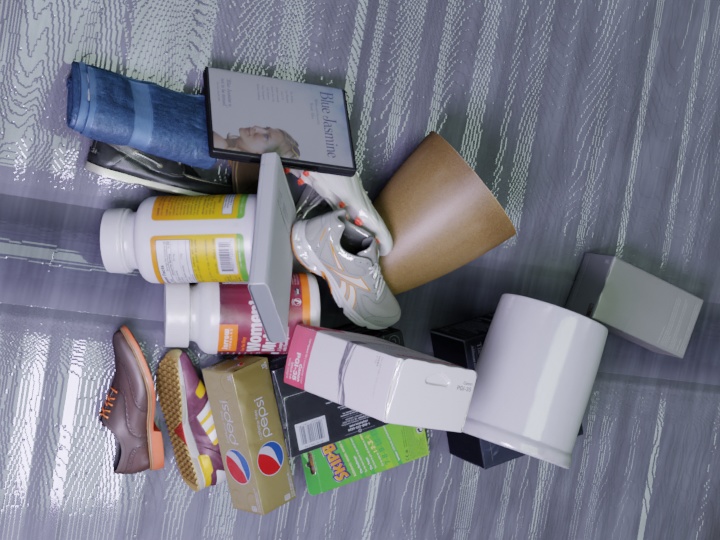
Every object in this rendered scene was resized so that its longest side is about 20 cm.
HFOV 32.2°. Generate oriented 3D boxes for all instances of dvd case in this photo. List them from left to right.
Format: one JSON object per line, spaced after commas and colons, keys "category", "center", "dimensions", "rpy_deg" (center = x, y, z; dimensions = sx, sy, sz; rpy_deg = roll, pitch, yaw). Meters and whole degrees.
{"category": "dvd case", "center": [-0.106, -0.195, 1.638], "dimensions": [0.199, 0.018, 0.143], "rpy_deg": [6, 55, -22]}

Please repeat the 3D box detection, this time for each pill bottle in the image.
{"category": "pill bottle", "center": [-0.223, -0.040, 1.588], "dimensions": [0.199, 0.111, 0.112], "rpy_deg": [-1, 97, 5]}
{"category": "pill bottle", "center": [-0.158, 0.056, 1.648], "dimensions": [0.199, 0.110, 0.110], "rpy_deg": [0, 96, -11]}

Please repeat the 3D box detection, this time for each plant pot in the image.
{"category": "plant pot", "center": [0.083, -0.060, 1.745], "dimensions": [0.200, 0.186, 0.187], "rpy_deg": [-39, 112, -1]}

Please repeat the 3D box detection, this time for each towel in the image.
{"category": "towel", "center": [-0.273, -0.196, 1.582], "dimensions": [0.199, 0.112, 0.049], "rpy_deg": [15, 134, -30]}

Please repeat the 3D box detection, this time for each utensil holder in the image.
{"category": "utensil holder", "center": [0.238, 0.152, 1.723], "dimensions": [0.169, 0.170, 0.201], "rpy_deg": [23, 83, -26]}

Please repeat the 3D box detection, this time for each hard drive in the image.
{"category": "hard drive", "center": [-0.109, -0.029, 1.568], "dimensions": [0.027, 0.132, 0.201], "rpy_deg": [-4, 55, 8]}

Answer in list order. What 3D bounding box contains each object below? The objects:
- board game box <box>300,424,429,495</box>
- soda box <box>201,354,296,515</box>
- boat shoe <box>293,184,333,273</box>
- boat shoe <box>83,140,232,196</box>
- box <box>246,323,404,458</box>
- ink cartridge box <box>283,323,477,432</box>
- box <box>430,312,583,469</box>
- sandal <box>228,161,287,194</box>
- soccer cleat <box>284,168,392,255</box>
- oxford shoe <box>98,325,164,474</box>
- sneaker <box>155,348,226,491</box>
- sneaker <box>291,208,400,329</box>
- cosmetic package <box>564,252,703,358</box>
{"category": "board game box", "center": [0.002, 0.251, 1.811], "dimensions": [0.199, 0.030, 0.096], "rpy_deg": [-16, 102, -26]}
{"category": "soda box", "center": [-0.146, 0.215, 1.647], "dimensions": [0.064, 0.068, 0.201], "rpy_deg": [-23, 106, -42]}
{"category": "boat shoe", "center": [-0.073, -0.045, 1.716], "dimensions": [0.071, 0.069, 0.201], "rpy_deg": [28, 85, -29]}
{"category": "boat shoe", "center": [-0.254, -0.133, 1.618], "dimensions": [0.199, 0.072, 0.068], "rpy_deg": [16, 88, -24]}
{"category": "box", "center": [-0.042, 0.161, 1.731], "dimensions": [0.199, 0.115, 0.133], "rpy_deg": [-16, 104, -23]}
{"category": "ink cartridge box", "center": [0.023, 0.134, 1.567], "dimensions": [0.146, 0.200, 0.083], "rpy_deg": [14, 91, -42]}
{"category": "box", "center": [0.220, 0.167, 1.864], "dimensions": [0.181, 0.104, 0.201], "rpy_deg": [-16, 102, -25]}
{"category": "sandal", "center": [-0.152, -0.163, 1.679], "dimensions": [0.080, 0.054, 0.201], "rpy_deg": [-11, 86, -30]}
{"category": "soccer cleat", "center": [-0.019, -0.107, 1.670], "dimensions": [0.200, 0.069, 0.078], "rpy_deg": [47, 58, -1]}
{"category": "oxford shoe", "center": [-0.306, 0.173, 1.629], "dimensions": [0.072, 0.071, 0.201], "rpy_deg": [-12, 101, -19]}
{"category": "sneaker", "center": [-0.212, 0.192, 1.681], "dimensions": [0.090, 0.075, 0.201], "rpy_deg": [-19, 110, -32]}
{"category": "sneaker", "center": [0.000, 0.000, 1.641], "dimensions": [0.200, 0.092, 0.076], "rpy_deg": [45, 40, -28]}
{"category": "cosmetic package", "center": [0.431, 0.055, 1.967], "dimensions": [0.199, 0.090, 0.107], "rpy_deg": [25, 85, -23]}
